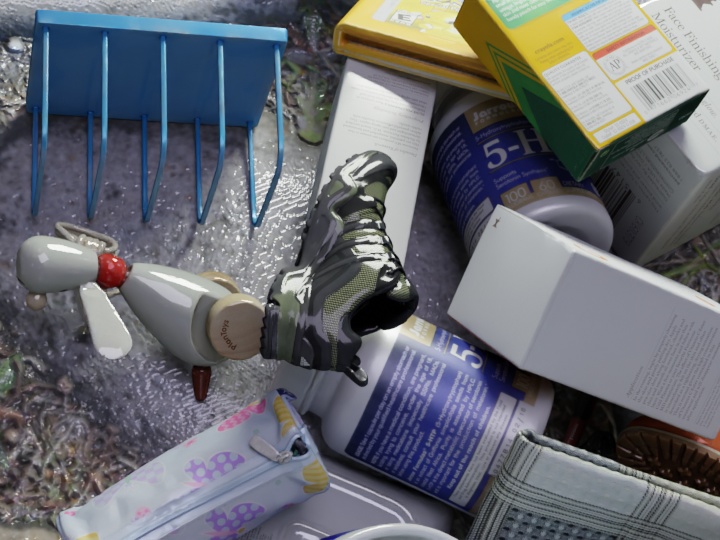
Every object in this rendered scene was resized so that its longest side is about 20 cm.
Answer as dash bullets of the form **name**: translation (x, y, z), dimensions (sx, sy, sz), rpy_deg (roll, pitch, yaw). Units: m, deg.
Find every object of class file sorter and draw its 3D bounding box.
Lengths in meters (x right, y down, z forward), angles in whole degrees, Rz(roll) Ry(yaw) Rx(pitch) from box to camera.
- **file sorter**: translation (-0.167, -0.115, 1.373), dimensions (0.198, 0.139, 0.124), rpy_deg (3, 64, -14)

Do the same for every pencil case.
- **pencil case**: translation (-0.119, 0.167, 1.231), dimensions (0.199, 0.091, 0.084), rpy_deg (-29, 106, -7)

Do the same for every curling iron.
- **curling iron**: translation (0.206, 0.094, 1.427), dimensions (0.049, 0.026, 0.201), rpy_deg (35, 51, -20)

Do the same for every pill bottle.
- **pill bottle**: translation (0.036, 0.099, 1.311), dimensions (0.199, 0.120, 0.120), rpy_deg (25, 59, 0)
- **pill bottle**: translation (0.125, -0.085, 1.438), dimensions (0.119, 0.120, 0.201), rpy_deg (-7, 51, -18)

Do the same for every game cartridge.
- **game cartridge**: translation (0.087, -0.214, 1.467), dimensions (0.175, 0.033, 0.200), rpy_deg (16, 33, 10)

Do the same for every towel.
- **towel**: translation (0.175, 0.220, 1.255), dimensions (0.198, 0.194, 0.035), rpy_deg (19, 35, -4)

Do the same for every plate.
- **plate**: translation (-0.041, 0.223, 1.283), dimensions (0.199, 0.032, 0.201), rpy_deg (23, 59, -2)

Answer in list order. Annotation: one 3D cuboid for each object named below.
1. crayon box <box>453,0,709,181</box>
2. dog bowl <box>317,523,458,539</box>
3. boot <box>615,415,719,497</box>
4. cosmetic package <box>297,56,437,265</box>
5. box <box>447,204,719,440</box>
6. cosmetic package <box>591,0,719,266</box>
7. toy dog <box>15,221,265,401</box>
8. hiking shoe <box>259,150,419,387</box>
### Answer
- **crayon box**: translation (0.165, -0.182, 1.356), dimensions (0.125, 0.052, 0.201), rpy_deg (-28, 72, -27)
- **dog bowl**: translation (0.015, 0.282, 1.203), dimensions (0.198, 0.079, 0.202), rpy_deg (6, 77, -25)
- **boot**: translation (0.302, 0.142, 1.404), dimensions (0.198, 0.075, 0.108), rpy_deg (17, 52, -12)
- **cosmetic package**: translation (0.001, -0.061, 1.405), dimensions (0.084, 0.108, 0.201), rpy_deg (13, 60, -5)
- **box**: translation (0.189, 0.040, 1.316), dimensions (0.199, 0.124, 0.098), rpy_deg (22, 98, -29)
- **cosmetic package**: translation (0.290, -0.138, 1.491), dimensions (0.199, 0.165, 0.165), rpy_deg (-27, 72, -26)
- **toy dog**: translation (-0.170, 0.040, 1.315), dimensions (0.198, 0.132, 0.097), rpy_deg (18, 97, 0)
- **hiking shoe**: translation (0.000, 0.000, 1.261), dimensions (0.100, 0.076, 0.201), rpy_deg (23, 57, 5)
